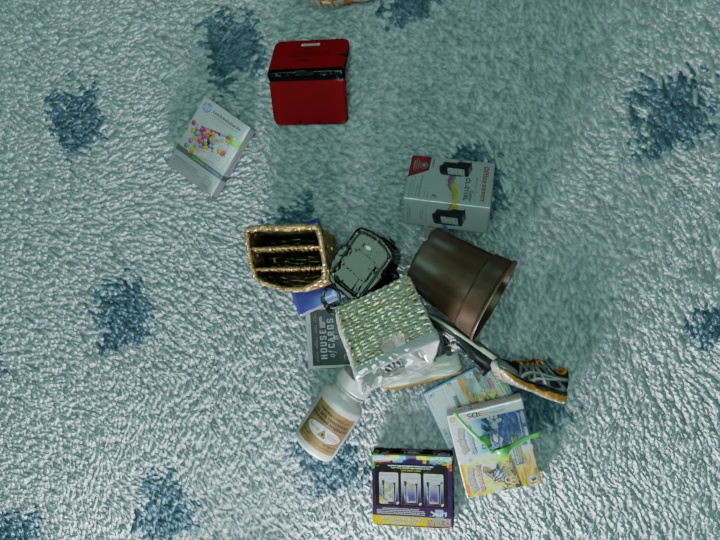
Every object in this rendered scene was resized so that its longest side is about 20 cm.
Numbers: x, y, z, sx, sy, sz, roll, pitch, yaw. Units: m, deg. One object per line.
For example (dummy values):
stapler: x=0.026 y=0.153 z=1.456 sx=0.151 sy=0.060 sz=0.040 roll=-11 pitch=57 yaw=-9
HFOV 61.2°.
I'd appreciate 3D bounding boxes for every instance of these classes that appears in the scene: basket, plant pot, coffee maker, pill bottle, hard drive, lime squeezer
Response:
basket: x=0.053 y=0.145 z=1.329 sx=0.193 sy=0.201 sz=0.164 roll=-22 pitch=70 yaw=-6
plant pot: x=0.218 y=0.019 z=1.368 sx=0.195 sy=0.200 sz=0.204 roll=31 pitch=95 yaw=17
coffee maker: x=0.000 y=0.000 z=1.400 sx=0.189 sy=0.200 sz=0.137 roll=-30 pitch=82 yaw=9
basket: x=-0.164 y=-0.025 z=1.423 sx=0.193 sy=0.149 sz=0.148 roll=0 pitch=83 yaw=13
pill bottle: x=-0.060 y=0.338 z=1.453 sx=0.113 sy=0.114 sz=0.203 roll=35 pitch=96 yaw=9
hard drive: x=-0.126 y=-0.008 z=1.501 sx=0.129 sy=0.025 sz=0.205 roll=-23 pitch=78 yaw=10
lime squeezer: x=0.297 y=0.374 z=1.358 sx=0.194 sy=0.038 sz=0.073 roll=13 pitch=97 yaw=7

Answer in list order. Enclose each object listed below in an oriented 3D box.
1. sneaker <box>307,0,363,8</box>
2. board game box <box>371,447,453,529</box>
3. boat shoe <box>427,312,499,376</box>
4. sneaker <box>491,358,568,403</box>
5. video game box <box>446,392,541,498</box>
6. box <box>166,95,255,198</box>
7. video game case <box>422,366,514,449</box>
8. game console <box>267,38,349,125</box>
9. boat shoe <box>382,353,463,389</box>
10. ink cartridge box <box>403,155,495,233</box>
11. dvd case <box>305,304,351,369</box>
sneaker: x=-0.051 y=-0.698 z=1.485 sx=0.193 sy=0.078 sz=0.080 roll=-2 pitch=76 yaw=8
board game box: x=0.125 y=0.515 z=1.445 sx=0.193 sy=0.057 sz=0.171 roll=0 pitch=92 yaw=11
boat shoe: x=0.224 y=0.173 z=1.400 sx=0.196 sy=0.075 sz=0.067 roll=33 pitch=97 yaw=-8
sneaker: x=0.382 y=0.232 z=1.368 sx=0.195 sy=0.078 sz=0.079 roll=22 pitch=84 yaw=-15
video game box: x=0.306 y=0.403 z=1.402 sx=0.177 sy=0.047 sz=0.206 roll=-15 pitch=94 yaw=11
box: x=-0.383 y=-0.315 z=1.560 sx=0.154 sy=0.041 sz=0.203 roll=34 pitch=95 yaw=9
video game case: x=0.263 y=0.313 z=1.438 sx=0.196 sy=0.018 sz=0.146 roll=-27 pitch=84 yaw=10
game console: x=-0.122 y=-0.472 z=1.520 sx=0.193 sy=0.120 sz=0.177 roll=1 pitch=59 yaw=11
boat shoe: x=0.141 y=0.232 z=1.439 sx=0.194 sy=0.071 sz=0.071 roll=-14 pitch=76 yaw=-3
ink cartridge box: x=0.203 y=-0.176 z=1.387 sx=0.193 sy=0.084 sz=0.149 roll=7 pitch=52 yaw=11
dvd case: x=-0.038 y=0.161 z=1.495 sx=0.193 sy=0.025 sz=0.156 roll=-4 pitch=88 yaw=11
